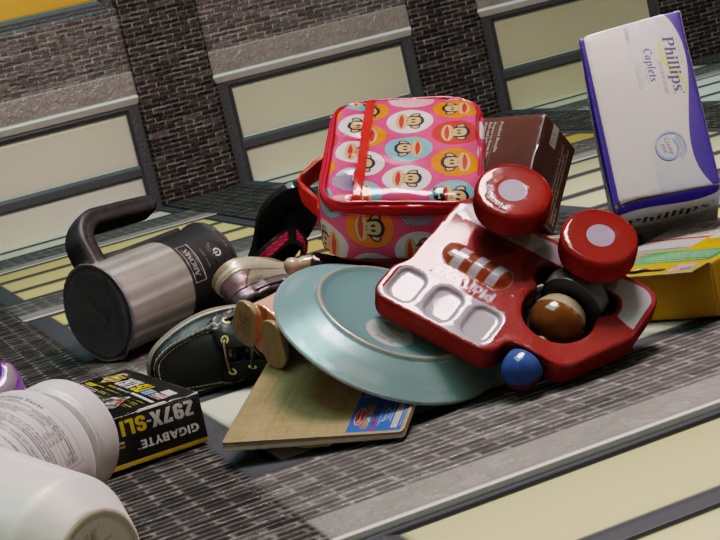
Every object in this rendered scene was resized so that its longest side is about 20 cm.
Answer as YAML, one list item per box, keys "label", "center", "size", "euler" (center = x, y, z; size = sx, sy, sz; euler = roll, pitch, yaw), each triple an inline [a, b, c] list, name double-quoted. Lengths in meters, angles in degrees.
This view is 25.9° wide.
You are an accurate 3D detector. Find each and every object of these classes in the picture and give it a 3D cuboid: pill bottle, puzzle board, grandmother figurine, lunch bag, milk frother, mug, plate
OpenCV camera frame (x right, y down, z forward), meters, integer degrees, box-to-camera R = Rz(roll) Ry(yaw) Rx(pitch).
- label: "pill bottle"
  center: [-0.260, 0.153, 1.123]
  size: [0.112, 0.114, 0.200]
  euler: [-9, 10, 22]
- label: "puzzle board"
  center: [-0.017, 0.097, 1.305]
  size: [0.149, 0.018, 0.200]
  euler: [-5, 22, 15]
- label: "grandmother figurine"
  center: [-0.021, 0.019, 1.410]
  size: [0.199, 0.061, 0.121]
  euler: [-24, 52, -37]
- label: "lunch bag"
  center: [0.029, -0.086, 1.456]
  size: [0.174, 0.083, 0.201]
  euler: [-1, 34, 5]
- label: "milk frother"
  center: [-0.279, 0.032, 1.877]
  size: [0.187, 0.180, 0.201]
  euler: [-23, -30, -47]
- label: "mug"
  center: [-0.213, 0.188, 0.900]
  size: [0.152, 0.188, 0.149]
  euler: [2, -17, 29]
- label: "plate"
  center: [0.025, 0.042, 1.306]
  size: [0.198, 0.026, 0.201]
  euler: [15, 28, -8]

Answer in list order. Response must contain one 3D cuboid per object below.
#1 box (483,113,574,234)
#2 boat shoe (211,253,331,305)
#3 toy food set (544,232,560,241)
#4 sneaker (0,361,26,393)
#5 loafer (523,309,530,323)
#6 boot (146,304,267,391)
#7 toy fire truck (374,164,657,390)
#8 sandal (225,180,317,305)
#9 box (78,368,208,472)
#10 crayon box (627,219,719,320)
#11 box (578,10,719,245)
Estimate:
- label: "box"
  center: [0.107, -0.094, 1.580]
  size: [0.199, 0.101, 0.075]
  euler: [0, -27, 39]
- label: "boat shoe"
  center: [-0.072, 0.024, 1.761]
  size: [0.199, 0.065, 0.072]
  euler: [2, -43, -38]
- label: "toy food set"
  center: [0.154, -0.003, 1.535]
  size: [0.198, 0.061, 0.143]
  euler: [-4, 4, -16]
- label: "sneaker"
  center: [-0.391, 0.141, 1.455]
  size: [0.199, 0.089, 0.080]
  euler: [-22, 14, -36]
- label: "loafer"
  center: [0.090, 0.044, 1.415]
  size: [0.199, 0.064, 0.072]
  euler: [-7, 9, 35]
- label: "boot"
  center: [-0.094, 0.075, 1.477]
  size: [0.202, 0.074, 0.154]
  euler: [-18, 13, -16]
- label: "toy fire truck"
  center: [0.132, 0.022, 1.291]
  size: [0.199, 0.113, 0.168]
  euler: [29, 55, 19]
- label: "sandal"
  center: [-0.094, -0.015, 1.784]
  size: [0.075, 0.201, 0.045]
  euler: [4, 37, -31]
- label: "box"
  center: [-0.243, 0.139, 1.378]
  size: [0.158, 0.050, 0.200]
  euler: [-15, 9, -26]
- label: "crayon box"
  center: [0.297, 0.002, 1.414]
  size: [0.125, 0.052, 0.199]
  euler: [-5, 12, 42]
- label: "box"
  center: [0.289, -0.126, 1.565]
  size: [0.104, 0.186, 0.200]
  euler: [-12, -19, 8]
